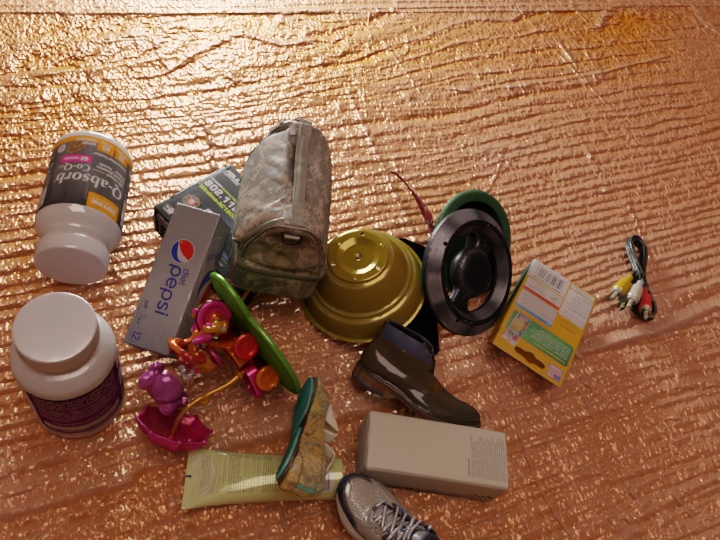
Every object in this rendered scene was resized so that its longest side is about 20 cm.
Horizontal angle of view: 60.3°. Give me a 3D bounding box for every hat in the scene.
[{"bbox_3d":[0.147,-0.064,1.089,0.164,0.176,0.203,7,92,-30],"label":"hat"}]

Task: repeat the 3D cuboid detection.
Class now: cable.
[{"bbox_3d":[0.513,0.012,1.129,0.097,0.050,0.201,33,56,2],"label":"cable"}]

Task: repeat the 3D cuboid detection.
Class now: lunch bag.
[{"bbox_3d":[-0.102,-0.087,0.858,0.138,0.168,0.202,12,55,-17],"label":"lunch bag"}]

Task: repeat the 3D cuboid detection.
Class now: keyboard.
[{"bbox_3d":[0.073,0.038,1.002,0.103,0.040,0.202,22,50,-31],"label":"keyboard"}]

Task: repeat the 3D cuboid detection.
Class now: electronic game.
[{"bbox_3d":[0.173,0.003,0.984,0.198,0.041,0.203,-1,92,-37],"label":"electronic game"}]

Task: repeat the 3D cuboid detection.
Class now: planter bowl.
[{"bbox_3d":[0.000,0.000,0.930,0.198,0.084,0.202,-3,58,4],"label":"planter bowl"}]

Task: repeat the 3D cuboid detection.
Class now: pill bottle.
[{"bbox_3d":[-0.396,-0.090,0.887,0.115,0.117,0.202,4,57,-14],"label":"pill bottle"},{"bbox_3d":[-0.339,0.111,0.722,0.111,0.201,0.113,8,56,-11],"label":"pill bottle"}]

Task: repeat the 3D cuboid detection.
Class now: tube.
[{"bbox_3d":[-0.121,0.263,0.787,0.198,0.058,0.053,4,100,-11],"label":"tube"}]

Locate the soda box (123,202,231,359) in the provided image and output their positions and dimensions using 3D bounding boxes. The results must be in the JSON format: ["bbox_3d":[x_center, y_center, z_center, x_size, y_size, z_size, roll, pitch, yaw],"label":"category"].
[{"bbox_3d":[-0.246,0.016,0.847,0.068,0.063,0.202,15,78,7],"label":"soda box"}]

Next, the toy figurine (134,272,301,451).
[{"bbox_3d":[-0.202,0.135,0.779,0.184,0.201,0.150,-38,29,-21],"label":"toy figurine"}]

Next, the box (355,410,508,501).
[{"bbox_3d":[0.096,0.253,0.840,0.198,0.069,0.083,12,55,-8],"label":"box"}]

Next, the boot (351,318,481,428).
[{"bbox_3d":[0.094,0.149,0.878,0.198,0.098,0.075,24,12,1],"label":"boot"}]

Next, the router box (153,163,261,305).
[{"bbox_3d":[-0.196,-0.054,0.955,0.200,0.062,0.150,43,55,12],"label":"router box"}]

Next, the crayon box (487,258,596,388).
[{"bbox_3d":[0.294,0.091,1.013,0.125,0.052,0.200,33,54,6],"label":"crayon box"}]

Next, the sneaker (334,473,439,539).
[{"bbox_3d":[0.054,0.322,0.755,0.200,0.085,0.077,45,56,1],"label":"sneaker"}]

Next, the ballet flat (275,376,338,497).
[{"bbox_3d":[-0.060,0.212,0.792,0.070,0.071,0.200,19,22,-4],"label":"ballet flat"}]
